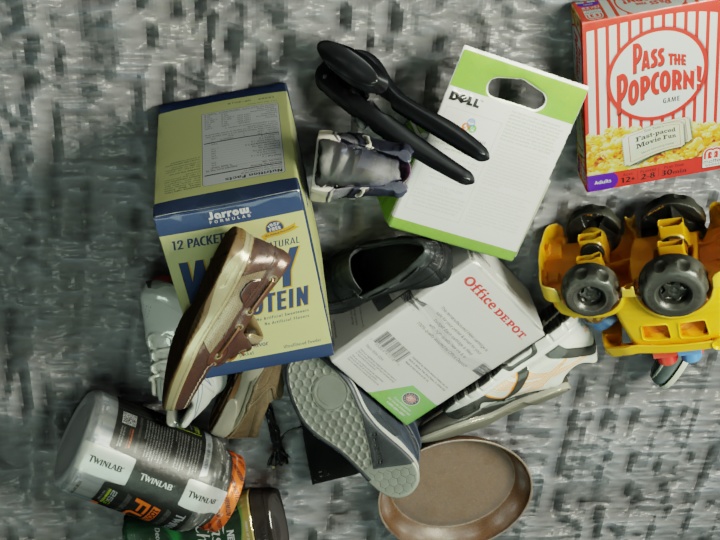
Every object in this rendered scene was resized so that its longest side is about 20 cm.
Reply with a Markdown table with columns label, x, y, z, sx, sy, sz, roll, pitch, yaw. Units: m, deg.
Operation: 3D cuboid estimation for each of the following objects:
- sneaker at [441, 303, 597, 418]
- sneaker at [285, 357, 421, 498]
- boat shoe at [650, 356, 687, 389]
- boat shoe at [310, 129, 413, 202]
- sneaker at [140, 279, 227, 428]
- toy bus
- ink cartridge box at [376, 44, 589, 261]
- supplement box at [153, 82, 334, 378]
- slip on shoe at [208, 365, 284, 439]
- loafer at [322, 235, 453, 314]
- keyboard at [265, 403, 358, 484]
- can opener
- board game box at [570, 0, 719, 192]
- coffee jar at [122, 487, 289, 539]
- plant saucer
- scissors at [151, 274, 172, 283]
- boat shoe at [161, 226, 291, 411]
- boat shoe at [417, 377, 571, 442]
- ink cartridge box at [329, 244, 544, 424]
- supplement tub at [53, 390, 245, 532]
| label | x | y | z | sx | sy | sz | roll | pitch | yaw |
| --- | --- | --- | --- | --- | --- | --- | --- | --- | --- |
| sneaker | 0.183 | 0.120 | 1.441 | 0.200 | 0.074 | 0.080 | -34 | 113 | 18 |
| sneaker | -0.005 | 0.163 | 1.464 | 0.077 | 0.146 | 0.203 | -39 | 92 | 11 |
| boat shoe | 0.370 | 0.049 | 1.460 | 0.062 | 0.073 | 0.201 | 20 | 124 | 5 |
| boat shoe | 0.001 | -0.096 | 1.215 | 0.092 | 0.200 | 0.075 | 7 | 97 | -2 |
| sneaker | -0.198 | 0.093 | 1.374 | 0.074 | 0.087 | 0.201 | 7 | 136 | 22 |
| toy bus | 0.306 | 0.031 | 1.369 | 0.199 | 0.136 | 0.193 | -5 | 129 | 18 |
| ink cartridge box | 0.123 | -0.127 | 1.285 | 0.147 | 0.076 | 0.201 | 15 | 114 | -18 |
| supplement box | -0.113 | -0.041 | 1.235 | 0.134 | 0.200 | 0.201 | -11 | 127 | 1 |
| slip on shoe | -0.113 | 0.122 | 1.433 | 0.060 | 0.076 | 0.200 | 18 | 125 | -14 |
| loafer | 0.000 | 0.000 | 1.337 | 0.200 | 0.068 | 0.070 | -13 | 158 | 28 |
| keyboard | -0.059 | 0.183 | 1.522 | 0.126 | 0.021 | 0.201 | -12 | 126 | -7 |
| can opener | 0.035 | -0.147 | 1.211 | 0.200 | 0.079 | 0.063 | 40 | 109 | 11 |
| board game box | 0.295 | -0.185 | 1.280 | 0.151 | 0.046 | 0.201 | -11 | 127 | 0 |
| coffee jar | -0.189 | 0.333 | 1.562 | 0.199 | 0.085 | 0.105 | -11 | 88 | -1 |
| plant saucer | 0.119 | 0.279 | 1.608 | 0.199 | 0.035 | 0.201 | -4 | 127 | -6 |
| scissors | -0.137 | 0.030 | 1.353 | 0.199 | 0.014 | 0.073 | -2 | 134 | 27 |
| boat shoe | -0.122 | 0.054 | 1.137 | 0.072 | 0.072 | 0.200 | 19 | 116 | -17 |
| boat shoe | 0.154 | 0.151 | 1.514 | 0.199 | 0.057 | 0.067 | -23 | 162 | 14 |
| ink cartridge box | 0.081 | 0.060 | 1.409 | 0.200 | 0.084 | 0.145 | -35 | 124 | 18 |
| supplement tub | -0.243 | 0.227 | 1.461 | 0.199 | 0.123 | 0.123 | 24 | 120 | -20 |
